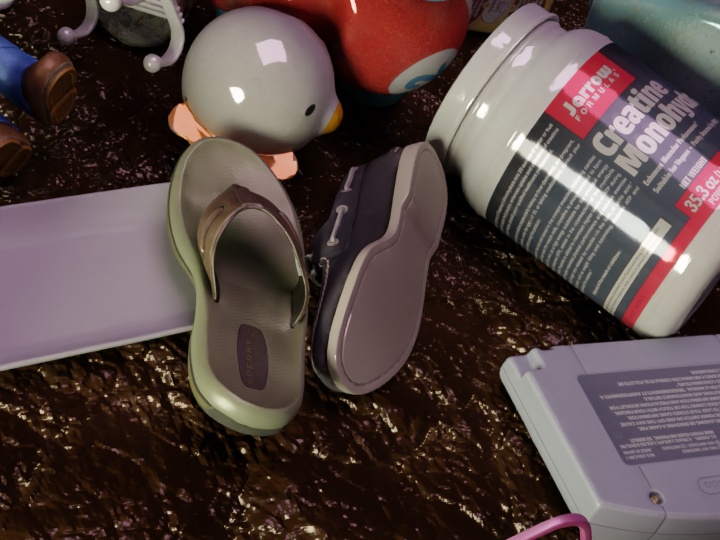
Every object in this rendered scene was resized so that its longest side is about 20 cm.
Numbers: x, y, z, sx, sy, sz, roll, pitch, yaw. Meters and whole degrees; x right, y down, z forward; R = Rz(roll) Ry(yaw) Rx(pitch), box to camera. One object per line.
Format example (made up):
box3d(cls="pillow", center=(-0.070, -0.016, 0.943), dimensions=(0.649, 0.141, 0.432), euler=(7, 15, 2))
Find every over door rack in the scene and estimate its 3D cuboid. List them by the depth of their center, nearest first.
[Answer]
box3d(cls="over door rack", center=(-0.187, -0.210, 0.904), dimensions=(0.147, 0.201, 0.067), euler=(20, 52, 23))

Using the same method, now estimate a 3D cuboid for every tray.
box3d(cls="tray", center=(-0.138, 0.003, 0.865), dimensions=(0.199, 0.022, 0.108), euler=(-11, 53, -36))

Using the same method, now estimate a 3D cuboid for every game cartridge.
box3d(cls="game cartridge", center=(0.191, 0.100, 0.935), dimensions=(0.199, 0.042, 0.134), euler=(-2, 52, -30))

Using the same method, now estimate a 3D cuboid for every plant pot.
box3d(cls="plant pot", center=(0.252, -0.139, 1.108), dimensions=(0.199, 0.197, 0.196), euler=(24, 40, 9))

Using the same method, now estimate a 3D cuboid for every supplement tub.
box3d(cls="supplement tub", center=(0.155, -0.064, 1.004), dimensions=(0.200, 0.141, 0.140), euler=(38, 41, 12))

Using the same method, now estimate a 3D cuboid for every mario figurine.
box3d(cls="mario figurine", center=(-0.262, -0.140, 0.880), dimensions=(0.199, 0.106, 0.123), euler=(35, 43, 10))

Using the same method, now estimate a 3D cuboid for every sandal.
box3d(cls="sandal", center=(-0.057, -0.002, 0.852), dimensions=(0.079, 0.057, 0.202), euler=(8, 44, -22))

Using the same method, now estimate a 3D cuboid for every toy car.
box3d(cls="toy car", center=(-0.037, -0.128, 0.980), dimensions=(0.176, 0.184, 0.201), euler=(24, 68, -5))

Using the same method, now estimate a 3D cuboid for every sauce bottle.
box3d(cls="sauce bottle", center=(-0.126, -0.229, 1.083), dimensions=(0.064, 0.065, 0.201), euler=(23, 40, -6))

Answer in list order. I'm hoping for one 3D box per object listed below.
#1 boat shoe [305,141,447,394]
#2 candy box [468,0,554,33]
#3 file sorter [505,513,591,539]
box3d(cls="boat shoe", center=(0.000, 0.000, 0.933), dimensions=(0.062, 0.073, 0.201), euler=(-8, 39, 26))
box3d(cls="candy box", center=(0.040, -0.241, 1.193), dimensions=(0.199, 0.055, 0.116), euler=(3, 46, -28))
box3d(cls="file sorter", center=(0.082, 0.222, 0.635), dimensions=(0.138, 0.126, 0.201), euler=(-25, 58, -7))
